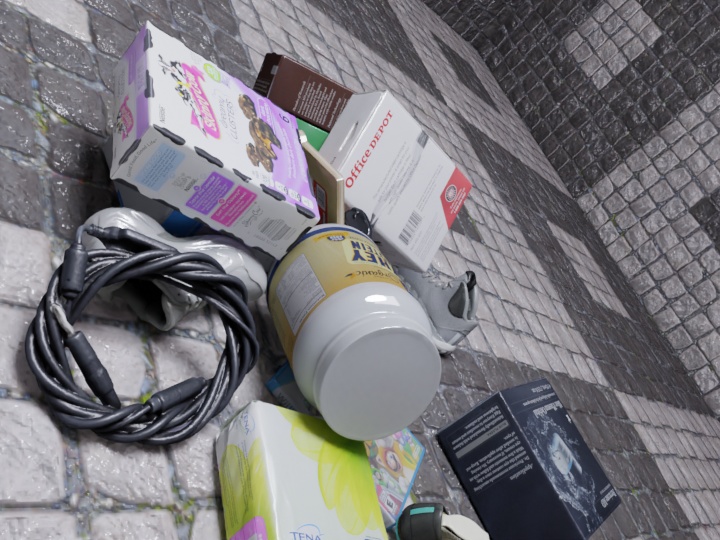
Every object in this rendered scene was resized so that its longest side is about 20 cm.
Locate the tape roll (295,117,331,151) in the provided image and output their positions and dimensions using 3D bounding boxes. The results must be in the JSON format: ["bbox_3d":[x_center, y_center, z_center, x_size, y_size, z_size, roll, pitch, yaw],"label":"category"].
[{"bbox_3d":[-0.082,-0.188,0.993,0.196,0.049,0.201,25,8,-4],"label":"tape roll"}]

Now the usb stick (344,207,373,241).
[{"bbox_3d":[0.000,0.000,0.867,0.202,0.032,0.056,87,-22,-56],"label":"usb stick"}]

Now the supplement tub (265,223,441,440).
[{"bbox_3d":[-0.011,0.056,0.697,0.143,0.146,0.201,31,13,-32],"label":"supplement tub"}]

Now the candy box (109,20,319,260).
[{"bbox_3d":[-0.146,-0.127,0.692,0.197,0.071,0.171,27,35,-40],"label":"candy box"}]

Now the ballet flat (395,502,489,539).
[{"bbox_3d":[0.119,0.309,0.728,0.200,0.068,0.069,43,30,-27],"label":"ballet flat"}]

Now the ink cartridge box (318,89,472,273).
[{"bbox_3d":[0.038,-0.116,0.917,0.199,0.149,0.082,39,-14,-34],"label":"ink cartridge box"}]

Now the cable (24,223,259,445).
[{"bbox_3d":[-0.166,0.060,0.571,0.197,0.050,0.168,27,60,-37],"label":"cable"}]

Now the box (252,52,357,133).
[{"bbox_3d":[-0.056,-0.249,1.033,0.196,0.077,0.100,23,8,-27],"label":"box"}]

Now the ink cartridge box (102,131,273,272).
[{"bbox_3d":[-0.170,-0.088,0.780,0.197,0.084,0.147,10,47,-52],"label":"ink cartridge box"}]

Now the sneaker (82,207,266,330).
[{"bbox_3d":[-0.174,0.016,0.666,0.196,0.078,0.102,14,50,-40],"label":"sneaker"}]

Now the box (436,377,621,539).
[{"bbox_3d":[0.231,0.268,0.931,0.195,0.117,0.203,4,53,-57],"label":"box"}]

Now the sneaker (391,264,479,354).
[{"bbox_3d":[0.125,0.018,1.086,0.074,0.115,0.203,3,53,-56],"label":"sneaker"}]

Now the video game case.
[{"bbox_3d":[-0.010,0.169,0.779,0.201,0.018,0.143,50,26,-2],"label":"video game case"}]

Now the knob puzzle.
[{"bbox_3d":[-0.064,-0.079,0.848,0.030,0.221,0.223,-18,66,-24],"label":"knob puzzle"}]

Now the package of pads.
[{"bbox_3d":[-0.046,0.223,0.593,0.153,0.068,0.203,28,33,-41],"label":"package of pads"}]
